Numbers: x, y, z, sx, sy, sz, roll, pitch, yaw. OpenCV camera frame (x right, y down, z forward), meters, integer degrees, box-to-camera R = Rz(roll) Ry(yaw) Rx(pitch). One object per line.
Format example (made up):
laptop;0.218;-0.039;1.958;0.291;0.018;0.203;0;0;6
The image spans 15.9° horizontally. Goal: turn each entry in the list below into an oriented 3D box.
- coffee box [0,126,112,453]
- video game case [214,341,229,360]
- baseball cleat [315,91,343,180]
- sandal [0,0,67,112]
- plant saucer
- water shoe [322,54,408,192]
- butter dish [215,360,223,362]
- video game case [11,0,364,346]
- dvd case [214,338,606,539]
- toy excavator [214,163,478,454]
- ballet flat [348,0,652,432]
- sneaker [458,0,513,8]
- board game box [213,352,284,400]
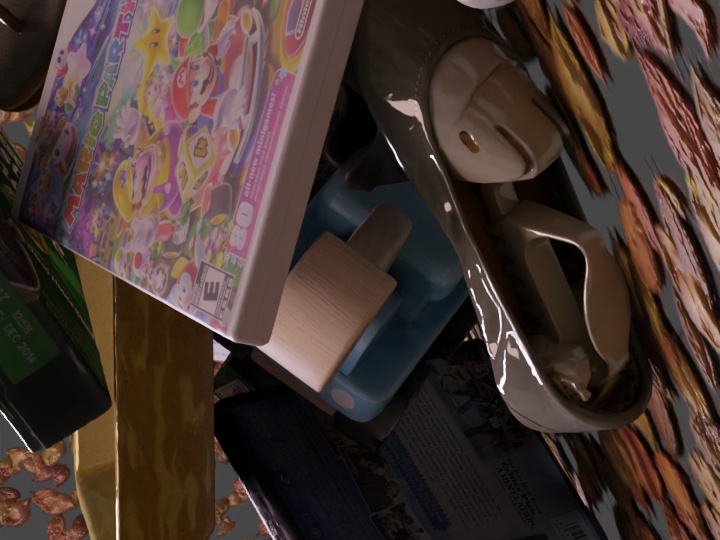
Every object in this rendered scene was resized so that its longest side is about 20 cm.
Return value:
coffee box;-0.166;-0.017;1.125;0.123;0.044;0.200;58;-178;-25
video game case;-0.046;0.004;1.316;0.182;0.199;0.024;85;-166;-63
baseball cleat;0.001;-0.044;1.363;0.106;0.070;0.200;41;163;41
sandal;-0.150;-0.169;1.168;0.082;0.054;0.201;47;125;41
plant saucer;-0.099;0.032;1.161;0.200;0.048;0.201;-133;42;-72
water shoe;-0.007;-0.119;0.989;0.201;0.079;0.072;68;173;-25
butter dish;-0.054;-0.022;1.508;0.147;0.200;0.200;25;-172;-11
video game case;-0.071;-0.065;0.993;0.200;0.018;0.144;25;102;56
dvd case;0.030;0.106;1.195;0.200;0.018;0.143;-11;-116;-50
toy excavator;0.000;0.000;1.091;0.100;0.195;0.200;36;146;5
ballet flat;0.059;-0.029;0.947;0.064;0.067;0.201;3;123;51
sneaker;0.011;-0.131;0.736;0.200;0.092;0.076;77;168;-64
board game box;0.022;0.089;1.238;0.200;0.023;0.105;43;-147;-7
